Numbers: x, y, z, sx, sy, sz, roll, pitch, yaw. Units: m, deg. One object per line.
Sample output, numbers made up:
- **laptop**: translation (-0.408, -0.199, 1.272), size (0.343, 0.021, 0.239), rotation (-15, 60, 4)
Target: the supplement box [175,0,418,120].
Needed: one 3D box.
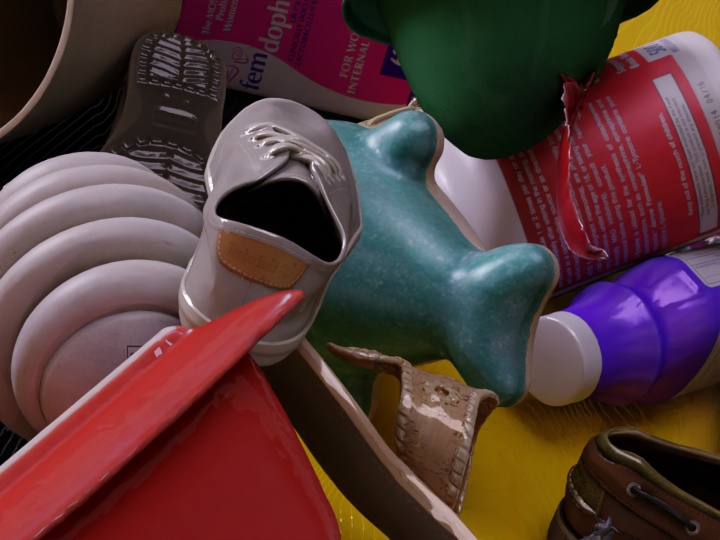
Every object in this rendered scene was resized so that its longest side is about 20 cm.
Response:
- **supplement box**: translation (-0.049, -0.178, 1.223), size (0.199, 0.102, 0.104), rotation (12, 30, -9)

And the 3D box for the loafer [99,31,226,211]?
- **loafer**: translation (-0.111, -0.047, 1.002), size (0.076, 0.068, 0.201), rotation (17, 44, -5)

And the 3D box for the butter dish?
- **butter dish**: translation (-0.084, 0.130, 0.618), size (0.148, 0.200, 0.199), rotation (49, 45, -3)

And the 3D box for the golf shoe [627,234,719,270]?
- **golf shoe**: translation (0.128, -0.028, 1.116), size (0.199, 0.076, 0.092), rotation (6, 2, -11)

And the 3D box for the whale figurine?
- **whale figurine**: translation (0.000, 0.000, 0.880), size (0.103, 0.160, 0.200), rotation (7, 13, -45)

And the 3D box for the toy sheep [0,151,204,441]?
- **toy sheep**: translation (-0.113, 0.023, 0.804), size (0.137, 0.138, 0.200), rotation (1, 33, -29)

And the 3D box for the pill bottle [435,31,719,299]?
- **pill bottle**: translation (0.111, -0.047, 1.010), size (0.199, 0.113, 0.112), rotation (-21, 37, -4)

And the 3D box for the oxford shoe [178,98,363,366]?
- **oxford shoe**: translation (-0.031, -0.032, 0.779), size (0.075, 0.058, 0.200), rotation (20, 28, -4)

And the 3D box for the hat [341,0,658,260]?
- **hat**: translation (0.076, -0.061, 0.916), size (0.165, 0.177, 0.200), rotation (-13, -14, 29)

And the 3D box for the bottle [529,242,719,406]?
- **bottle**: translation (0.167, 0.031, 1.001), size (0.199, 0.084, 0.065), rotation (-12, 53, -42)

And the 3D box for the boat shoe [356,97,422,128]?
- **boat shoe**: translation (0.008, -0.065, 1.088), size (0.063, 0.074, 0.200), rotation (35, 33, 23)

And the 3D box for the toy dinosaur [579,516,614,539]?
- **toy dinosaur**: translation (0.104, 0.160, 0.785), size (0.199, 0.048, 0.088), rotation (-14, 48, -39)

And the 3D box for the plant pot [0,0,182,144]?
- **plant pot**: translation (-0.190, -0.163, 1.064), size (0.187, 0.188, 0.200), rotation (29, 17, 19)

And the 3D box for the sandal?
- **sandal**: translation (0.035, 0.081, 0.762), size (0.069, 0.078, 0.212), rotation (-30, 66, -18)

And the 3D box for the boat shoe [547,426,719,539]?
- **boat shoe**: translation (0.191, 0.127, 0.864), size (0.199, 0.068, 0.072), rotation (13, 27, -10)
